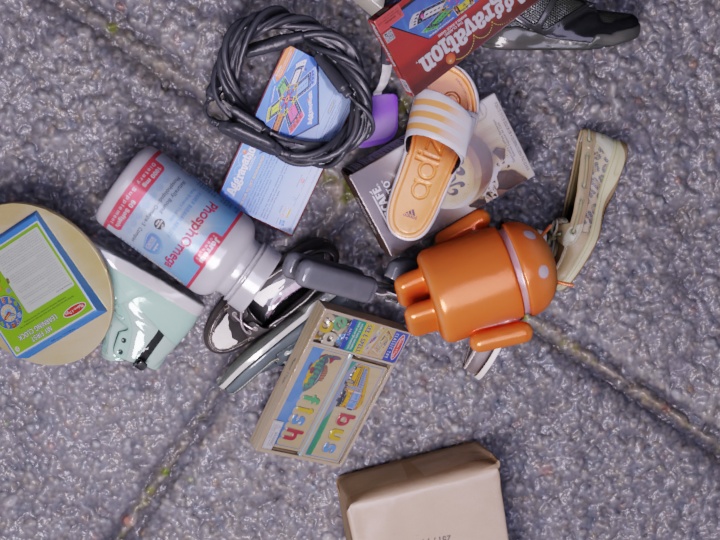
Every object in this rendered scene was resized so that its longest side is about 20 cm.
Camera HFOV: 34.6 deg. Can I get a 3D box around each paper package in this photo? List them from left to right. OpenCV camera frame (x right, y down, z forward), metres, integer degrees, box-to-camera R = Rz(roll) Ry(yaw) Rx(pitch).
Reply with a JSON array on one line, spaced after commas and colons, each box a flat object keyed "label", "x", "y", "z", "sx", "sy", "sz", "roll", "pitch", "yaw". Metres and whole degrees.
[{"label": "paper package", "x": 0.084, "y": 0.336, "z": 1.455, "sx": 0.199, "sy": 0.103, "sz": 0.192, "roll": -12, "pitch": 102, "yaw": -8}]

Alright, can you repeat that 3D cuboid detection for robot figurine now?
[{"label": "robot figurine", "x": 0.141, "y": 0.011, "z": 1.339, "sx": 0.199, "sy": 0.144, "sz": 0.117, "roll": -18, "pitch": 119, "yaw": 0}]

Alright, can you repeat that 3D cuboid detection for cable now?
[{"label": "cable", "x": -0.072, "y": -0.207, "z": 1.324, "sx": 0.199, "sy": 0.051, "sz": 0.164, "roll": 21, "pitch": 91, "yaw": -10}]

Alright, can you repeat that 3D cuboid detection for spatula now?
[{"label": "spatula", "x": 0.028, "y": -0.230, "z": 1.336, "sx": 0.056, "sy": 0.021, "sz": 0.201, "roll": -13, "pitch": 138, "yaw": -21}]

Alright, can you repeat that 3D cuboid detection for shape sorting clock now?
[{"label": "shape sorting clock", "x": -0.372, "y": 0.016, "z": 1.320, "sx": 0.199, "sy": 0.039, "sz": 0.201, "roll": 6, "pitch": 111, "yaw": 17}]

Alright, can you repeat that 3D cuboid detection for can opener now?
[{"label": "can opener", "x": 0.000, "y": 0.000, "z": 1.359, "sx": 0.199, "sy": 0.053, "sz": 0.067, "roll": 16, "pitch": 99, "yaw": -43}]

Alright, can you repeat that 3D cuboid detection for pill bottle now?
[{"label": "pill bottle", "x": -0.193, "y": -0.043, "z": 1.321, "sx": 0.199, "sy": 0.109, "sz": 0.109, "roll": 36, "pitch": 93, "yaw": -6}]

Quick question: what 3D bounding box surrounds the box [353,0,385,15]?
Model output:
[{"label": "box", "x": 0.040, "y": -0.322, "z": 1.335, "sx": 0.200, "sy": 0.082, "sz": 0.069, "roll": 36, "pitch": 92, "yaw": -15}]

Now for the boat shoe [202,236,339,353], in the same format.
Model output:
[{"label": "boat shoe", "x": -0.109, "y": 0.031, "z": 1.387, "sx": 0.200, "sy": 0.057, "sz": 0.067, "roll": -39, "pitch": 104, "yaw": -1}]

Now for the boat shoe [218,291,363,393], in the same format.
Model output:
[{"label": "boat shoe", "x": -0.082, "y": 0.091, "z": 1.396, "sx": 0.200, "sy": 0.073, "sz": 0.062, "roll": -39, "pitch": 101, "yaw": -6}]

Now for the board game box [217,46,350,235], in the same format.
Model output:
[{"label": "board game box", "x": -0.085, "y": -0.153, "z": 1.368, "sx": 0.102, "sy": 0.019, "sz": 0.201, "roll": 24, "pitch": 96, "yaw": -15}]

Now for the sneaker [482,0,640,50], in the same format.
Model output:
[{"label": "sneaker", "x": 0.240, "y": -0.319, "z": 1.370, "sx": 0.198, "sy": 0.076, "sz": 0.115, "roll": 1, "pitch": 107, "yaw": -4}]

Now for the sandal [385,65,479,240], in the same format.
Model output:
[{"label": "sandal", "x": 0.085, "y": -0.133, "z": 1.303, "sx": 0.079, "sy": 0.059, "sz": 0.208, "roll": 16, "pitch": 90, "yaw": -3}]

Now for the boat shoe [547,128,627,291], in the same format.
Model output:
[{"label": "boat shoe", "x": 0.266, "y": -0.074, "z": 1.429, "sx": 0.062, "sy": 0.073, "sz": 0.201, "roll": 22, "pitch": 86, "yaw": -7}]

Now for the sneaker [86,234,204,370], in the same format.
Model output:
[{"label": "sneaker", "x": -0.295, "y": 0.039, "z": 1.347, "sx": 0.200, "sy": 0.074, "sz": 0.119, "roll": 32, "pitch": 92, "yaw": -15}]

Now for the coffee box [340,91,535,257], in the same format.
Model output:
[{"label": "coffee box", "x": 0.090, "y": -0.116, "z": 1.380, "sx": 0.199, "sy": 0.080, "sz": 0.114, "roll": -30, "pitch": 102, "yaw": -3}]

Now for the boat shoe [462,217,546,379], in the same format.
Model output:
[{"label": "boat shoe", "x": 0.165, "y": 0.034, "z": 1.429, "sx": 0.059, "sy": 0.072, "sz": 0.201, "roll": 23, "pitch": 92, "yaw": -7}]

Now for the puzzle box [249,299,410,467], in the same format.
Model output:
[{"label": "puzzle box", "x": -0.036, "y": 0.141, "z": 1.400, "sx": 0.132, "sy": 0.025, "sz": 0.201, "roll": 16, "pitch": 107, "yaw": -34}]

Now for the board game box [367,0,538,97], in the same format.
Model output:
[{"label": "board game box", "x": 0.110, "y": -0.293, "z": 1.282, "sx": 0.200, "sy": 0.019, "sz": 0.103, "roll": -39, "pitch": 123, "yaw": -10}]
